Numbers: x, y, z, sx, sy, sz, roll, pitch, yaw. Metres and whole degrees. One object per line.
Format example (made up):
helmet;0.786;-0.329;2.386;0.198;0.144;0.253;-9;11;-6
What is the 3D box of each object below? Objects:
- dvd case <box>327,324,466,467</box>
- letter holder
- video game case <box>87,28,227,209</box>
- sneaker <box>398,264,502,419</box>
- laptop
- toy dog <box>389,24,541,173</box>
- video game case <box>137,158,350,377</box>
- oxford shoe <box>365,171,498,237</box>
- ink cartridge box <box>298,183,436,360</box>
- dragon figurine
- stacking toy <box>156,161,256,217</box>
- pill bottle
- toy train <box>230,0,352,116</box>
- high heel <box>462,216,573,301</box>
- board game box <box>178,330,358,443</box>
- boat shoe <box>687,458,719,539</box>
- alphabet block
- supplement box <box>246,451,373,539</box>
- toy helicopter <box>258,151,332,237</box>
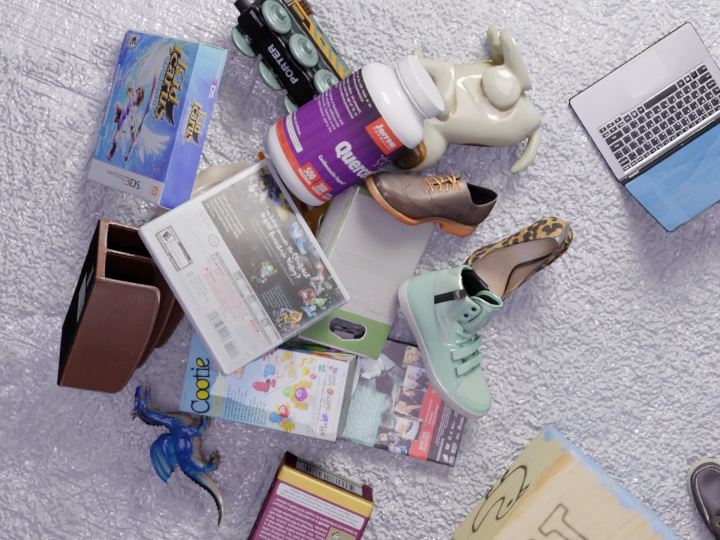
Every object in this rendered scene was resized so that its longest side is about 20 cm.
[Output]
dvd case;0.043;0.163;1.782;0.199;0.022;0.147;13;94;-3
letter holder;-0.277;0.054;1.672;0.142;0.101;0.200;12;133;-19
video game case;-0.252;-0.188;1.679;0.045;0.181;0.201;11;95;-42
sneaker;0.136;0.089;1.703;0.118;0.074;0.201;-21;100;41
laptop;0.399;-0.183;1.714;0.187;0.116;0.200;-33;94;1
toy dog;0.113;-0.197;1.713;0.199;0.140;0.194;-23;112;2
video game case;-0.136;-0.005;1.616;0.181;0.023;0.200;-31;90;-20
oxford shoe;0.088;-0.098;1.688;0.073;0.200;0.071;-42;56;31
ink cartridge box;0.000;0.000;1.718;0.145;0.048;0.201;19;97;-41
dragon figurine;-0.236;0.237;1.765;0.099;0.059;0.201;-14;94;0
stacking toy;-0.158;-0.025;1.730;0.146;0.146;0.201;-21;112;1
pill bottle;-0.005;-0.169;1.616;0.200;0.112;0.113;-31;94;17
toy train;-0.077;-0.269;1.703;0.085;0.114;0.200;-32;99;35
high heel;0.177;0.003;1.710;0.200;0.143;0.071;-42;95;2
board game box;-0.113;0.140;1.726;0.199;0.103;0.105;11;94;6
boat shoe;0.491;0.338;1.779;0.072;0.065;0.201;-25;93;3
alphabet block;0.255;0.341;1.714;0.196;0.195;0.200;40;92;-2
supplement box;-0.078;0.354;1.753;0.131;0.103;0.201;24;93;-3
toy helicopter;-0.070;-0.079;1.732;0.132;0.079;0.201;7;87;15
